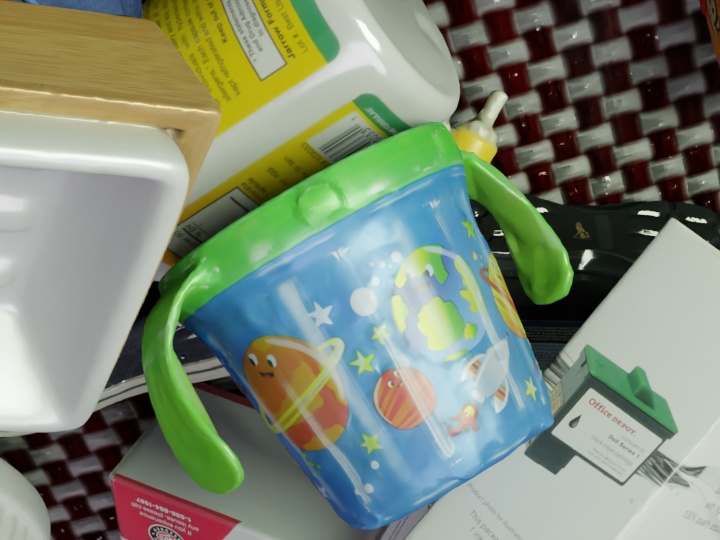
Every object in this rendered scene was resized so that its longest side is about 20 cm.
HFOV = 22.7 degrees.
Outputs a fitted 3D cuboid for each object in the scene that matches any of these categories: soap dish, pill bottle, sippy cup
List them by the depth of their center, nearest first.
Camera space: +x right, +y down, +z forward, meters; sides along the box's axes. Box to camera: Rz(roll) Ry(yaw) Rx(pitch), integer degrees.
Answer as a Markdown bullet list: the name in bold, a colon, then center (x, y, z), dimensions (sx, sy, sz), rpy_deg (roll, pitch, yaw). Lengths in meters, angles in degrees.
- **soap dish**: center (-0.153, -0.019, 0.652), dimensions (0.157, 0.081, 0.200), rpy_deg (5, 146, -20)
- **sippy cup**: center (0.008, 0.029, 0.724), dimensions (0.178, 0.140, 0.130), rpy_deg (-30, 87, -1)
- **pill bottle**: center (-0.068, -0.065, 0.773), dimensions (0.200, 0.113, 0.113), rpy_deg (-32, 127, 18)

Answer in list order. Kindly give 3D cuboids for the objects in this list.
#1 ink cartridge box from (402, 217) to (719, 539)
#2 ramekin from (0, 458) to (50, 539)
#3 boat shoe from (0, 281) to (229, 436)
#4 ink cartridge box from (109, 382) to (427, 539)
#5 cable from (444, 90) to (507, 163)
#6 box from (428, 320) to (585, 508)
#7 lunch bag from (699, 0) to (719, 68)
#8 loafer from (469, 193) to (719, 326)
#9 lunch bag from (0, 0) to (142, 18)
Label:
- **ink cartridge box**: center (0.130, 0.091, 0.799), dimensions (0.200, 0.084, 0.146), rpy_deg (-51, 146, 7)
- **ramekin**: center (-0.265, 0.167, 0.919), dimensions (0.200, 0.105, 0.200), rpy_deg (2, 143, 1)
- **boat shoe**: center (-0.126, 0.029, 0.871), dimensions (0.200, 0.075, 0.062), rpy_deg (-15, 118, 15)
- **ink cartridge box**: center (-0.043, 0.174, 0.964), dimensions (0.145, 0.083, 0.200), rpy_deg (17, 135, 20)
- **cable**: center (0.000, 0.000, 0.829), dimensions (0.097, 0.050, 0.200), rpy_deg (13, 93, -6)
- **box**: center (0.082, 0.097, 0.933), dimensions (0.136, 0.038, 0.200), rpy_deg (0, 143, 18)
- **lunch bag**: center (0.251, -0.125, 0.768), dimensions (0.200, 0.082, 0.176), rpy_deg (-7, 155, -2)
- **loafer**: center (0.121, 0.005, 0.893), dimensions (0.200, 0.068, 0.070), rpy_deg (6, 138, -6)
- **lunch bag**: center (-0.177, -0.110, 0.704), dimensions (0.200, 0.132, 0.136), rpy_deg (-20, 146, 16)
